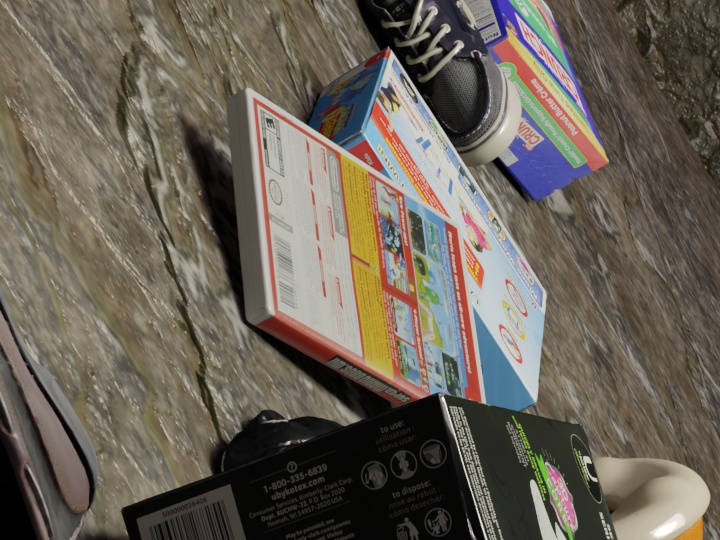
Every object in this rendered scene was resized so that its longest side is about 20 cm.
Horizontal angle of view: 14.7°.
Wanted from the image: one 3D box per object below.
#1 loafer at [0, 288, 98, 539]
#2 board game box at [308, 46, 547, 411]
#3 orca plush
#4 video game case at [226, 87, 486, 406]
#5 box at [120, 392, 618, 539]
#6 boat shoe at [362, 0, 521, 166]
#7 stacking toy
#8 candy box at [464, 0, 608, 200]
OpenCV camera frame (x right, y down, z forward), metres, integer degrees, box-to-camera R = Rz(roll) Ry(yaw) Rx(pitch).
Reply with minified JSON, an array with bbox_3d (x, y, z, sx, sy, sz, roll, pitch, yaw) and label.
[{"bbox_3d":[-0.154,0.032,0.965,0.200,0.072,0.063,55,19,-30],"label":"loafer"},{"bbox_3d":[0.040,-0.019,1.740,0.200,0.056,0.196,57,15,-13],"label":"board game box"},{"bbox_3d":[0.010,0.113,1.352,0.200,0.071,0.105,47,20,-43],"label":"orca plush"},{"bbox_3d":[0.000,0.000,1.534,0.200,0.017,0.143,31,42,-45],"label":"video game case"},{"bbox_3d":[0.018,0.136,1.160,0.200,0.148,0.125,19,53,-68],"label":"box"},{"bbox_3d":[0.050,-0.159,2.037,0.093,0.075,0.200,42,15,-35],"label":"boat shoe"},{"bbox_3d":[0.143,0.215,1.552,0.146,0.146,0.200,-63,137,-73],"label":"stacking toy"},{"bbox_3d":[0.108,-0.181,2.243,0.169,0.077,0.200,48,20,-42],"label":"candy box"}]
